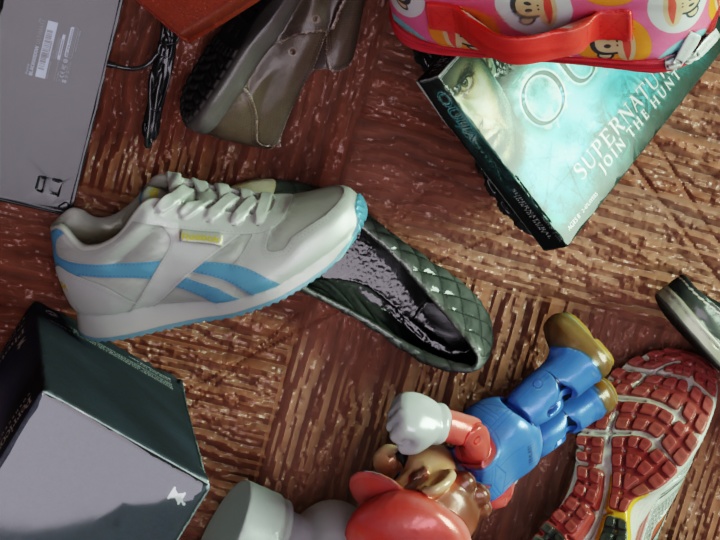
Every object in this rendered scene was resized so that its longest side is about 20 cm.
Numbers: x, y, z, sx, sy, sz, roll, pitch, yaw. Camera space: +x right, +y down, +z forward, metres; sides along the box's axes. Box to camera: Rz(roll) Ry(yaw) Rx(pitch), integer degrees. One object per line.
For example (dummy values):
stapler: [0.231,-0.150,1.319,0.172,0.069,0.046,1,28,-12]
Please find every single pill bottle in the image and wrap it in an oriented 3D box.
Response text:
pill bottle: [-0.005,0.216,1.707,0.199,0.120,0.120,26,99,-15]

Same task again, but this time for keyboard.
keyboard: [-0.168,-0.130,1.641,0.126,0.021,0.201,14,103,-7]

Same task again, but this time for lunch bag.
lunch bag: [0.114,-0.185,1.548,0.199,0.177,0.082,6,141,15]

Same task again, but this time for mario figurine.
mario figurine: [0.062,0.104,1.671,0.200,0.106,0.124,-39,111,-21]

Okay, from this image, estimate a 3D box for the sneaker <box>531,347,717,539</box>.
sneaker: [0.169,0.141,1.746,0.078,0.082,0.201,29,84,20]

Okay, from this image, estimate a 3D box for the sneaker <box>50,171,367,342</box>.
sneaker: [-0.093,-0.019,1.623,0.199,0.077,0.081,-16,113,13]

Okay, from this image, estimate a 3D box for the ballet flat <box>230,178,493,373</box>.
ballet flat: [0.000,0.000,1.681,0.199,0.057,0.067,28,101,-11]

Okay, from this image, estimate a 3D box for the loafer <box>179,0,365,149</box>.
loafer: [-0.031,-0.158,1.636,0.071,0.073,0.200,32,103,-26]

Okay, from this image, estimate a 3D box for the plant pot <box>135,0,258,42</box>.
plant pot: [-0.098,-0.249,1.528,0.200,0.200,0.176,40,97,-17]

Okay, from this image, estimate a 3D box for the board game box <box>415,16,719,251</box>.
board game box: [0.133,-0.129,1.632,0.135,0.028,0.200,50,60,-19]

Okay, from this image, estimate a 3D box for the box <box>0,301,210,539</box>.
box: [-0.196,0.151,1.617,0.123,0.198,0.201,30,98,-15]

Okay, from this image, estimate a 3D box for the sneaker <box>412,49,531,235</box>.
sneaker: [0.094,-0.122,1.667,0.079,0.074,0.201,-34,104,-31]

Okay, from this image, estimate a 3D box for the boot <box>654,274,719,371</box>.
boot: [0.300,0.023,1.729,0.200,0.073,0.151,36,98,-20]
